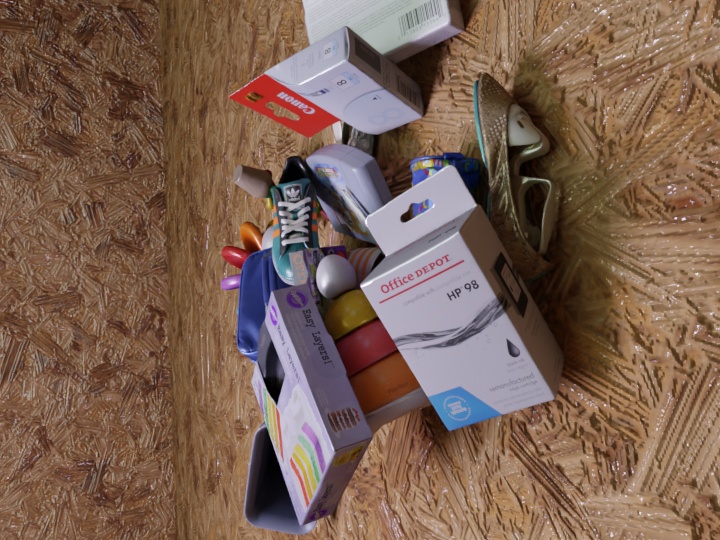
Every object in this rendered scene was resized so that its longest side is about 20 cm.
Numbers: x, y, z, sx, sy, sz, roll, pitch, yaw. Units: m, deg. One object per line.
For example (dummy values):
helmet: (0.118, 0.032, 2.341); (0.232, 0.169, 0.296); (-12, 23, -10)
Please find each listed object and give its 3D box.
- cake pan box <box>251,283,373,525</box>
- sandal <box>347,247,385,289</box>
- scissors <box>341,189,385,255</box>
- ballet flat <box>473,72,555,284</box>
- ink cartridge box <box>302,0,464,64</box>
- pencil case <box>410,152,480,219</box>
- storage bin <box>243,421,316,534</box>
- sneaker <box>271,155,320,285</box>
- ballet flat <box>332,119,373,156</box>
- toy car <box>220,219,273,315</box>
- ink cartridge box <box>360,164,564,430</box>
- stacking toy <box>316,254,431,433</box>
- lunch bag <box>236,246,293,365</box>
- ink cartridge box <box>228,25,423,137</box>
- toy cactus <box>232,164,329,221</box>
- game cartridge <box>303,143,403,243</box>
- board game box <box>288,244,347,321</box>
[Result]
cake pan box: (-0.064, 0.147, 0.654); (0.203, 0.051, 0.187); (63, 146, 32)
sandal: (0.000, 0.009, 0.825); (0.205, 0.057, 0.082); (4, 95, 63)
scissors: (0.031, -0.019, 0.731); (0.199, 0.014, 0.075); (42, 134, 27)
ballet flat: (0.147, -0.089, 0.543); (0.064, 0.070, 0.208); (-9, 84, 36)
ink cartridge box: (0.014, -0.336, 0.692); (0.195, 0.044, 0.183); (-11, 91, 37)
pencil case: (0.095, -0.021, 0.612); (0.087, 0.075, 0.208); (154, 113, -75)
storage bin: (-0.107, 0.310, 0.986); (0.135, 0.140, 0.206); (-85, 6, -67)
sneaker: (-0.092, -0.074, 0.799); (0.081, 0.069, 0.204); (86, 176, -47)
ballet flat: (-0.008, -0.247, 0.832); (0.071, 0.070, 0.208); (11, 100, 62)
toy car: (-0.194, 0.005, 1.114); (0.174, 0.145, 0.208); (-16, 76, 61)
ink cartridge box: (0.080, 0.028, 0.517); (0.114, 0.067, 0.203); (-27, 99, 35)
stacking toy: (0.006, 0.074, 0.678); (0.146, 0.143, 0.205); (-39, 72, 56)
lunch bag: (-0.096, 0.049, 0.833); (0.134, 0.132, 0.205); (62, -165, -49)
ink cartridge box: (-0.043, -0.205, 0.725); (0.195, 0.158, 0.049); (-15, 73, 35)
toy cactus: (-0.137, -0.141, 1.002); (0.200, 0.162, 0.104); (42, 106, 49)
game cartridge: (-0.017, -0.108, 0.815); (0.135, 0.041, 0.199); (59, 164, -23)
board game box: (-0.035, 0.073, 0.741); (0.031, 0.120, 0.208); (-10, 91, 19)
